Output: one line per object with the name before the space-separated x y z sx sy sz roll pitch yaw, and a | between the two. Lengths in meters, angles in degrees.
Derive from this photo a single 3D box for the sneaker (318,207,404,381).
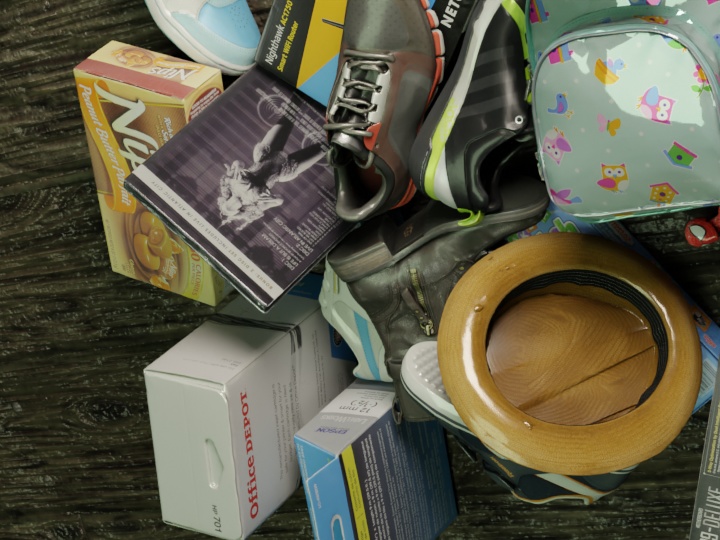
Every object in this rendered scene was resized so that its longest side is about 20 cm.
sneaker | 0.000 0.000 1.597 0.080 0.077 0.201 -13 106 28

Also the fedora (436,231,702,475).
fedora | 0.148 0.069 1.445 0.200 0.201 0.082 41 156 9

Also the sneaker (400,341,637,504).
sneaker | 0.113 0.125 1.507 0.199 0.079 0.080 23 129 -8

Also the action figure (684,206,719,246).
action figure | 0.318 -0.035 1.383 0.199 0.052 0.066 -4 137 37

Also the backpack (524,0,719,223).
backpack | 0.197 -0.138 1.348 0.175 0.153 0.202 -5 105 31

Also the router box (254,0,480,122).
router box | 0.015 -0.202 1.482 0.149 0.051 0.201 32 135 10

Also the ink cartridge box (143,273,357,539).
ink cartridge box | -0.084 0.107 1.630 0.085 0.200 0.148 11 119 29

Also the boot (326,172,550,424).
boot | 0.084 0.027 1.524 0.199 0.069 0.175 -19 114 25

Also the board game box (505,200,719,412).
board game box | 0.179 0.043 1.528 0.200 0.037 0.151 47 129 4

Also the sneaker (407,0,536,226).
sneaker | 0.110 -0.128 1.433 0.082 0.072 0.201 30 101 25

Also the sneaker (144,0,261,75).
sneaker | -0.118 -0.259 1.548 0.130 0.079 0.201 -32 94 41

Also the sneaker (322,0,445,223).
sneaker | 0.011 -0.122 1.443 0.077 0.082 0.202 14 123 26

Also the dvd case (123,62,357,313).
dvd case | -0.063 -0.079 1.529 0.149 0.200 0.016 41 151 9

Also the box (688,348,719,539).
box | 0.329 0.136 1.443 0.156 0.050 0.202 11 119 14

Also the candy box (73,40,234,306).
candy box | -0.161 -0.078 1.621 0.115 0.055 0.201 17 130 29

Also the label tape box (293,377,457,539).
label tape box | -0.001 0.183 1.613 0.066 0.200 0.144 4 115 33
